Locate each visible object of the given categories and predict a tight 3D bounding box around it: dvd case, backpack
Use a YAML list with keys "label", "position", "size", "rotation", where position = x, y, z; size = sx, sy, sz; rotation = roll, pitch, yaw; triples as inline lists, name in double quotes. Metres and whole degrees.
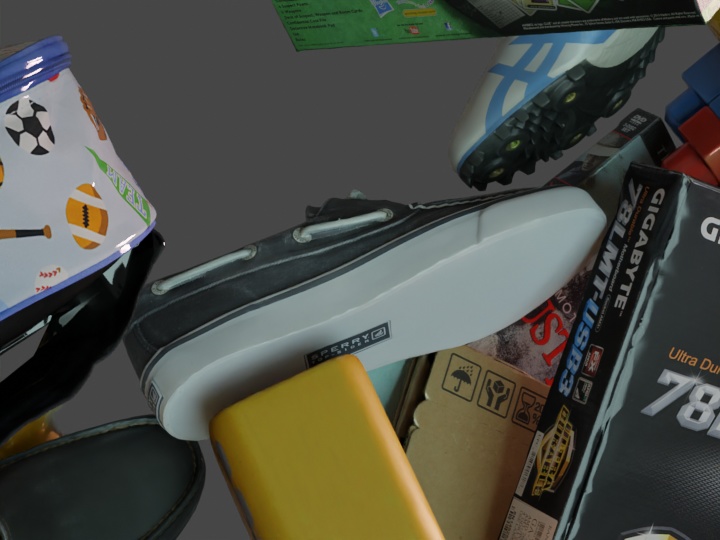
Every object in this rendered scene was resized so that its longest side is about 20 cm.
- label: "dvd case"
  position: [0.081, 0.045, 0.937]
  size: [0.200, 0.022, 0.146]
  rotation: [-38, 118, -14]
- label: "backpack"
  position: [-0.169, -0.007, 0.708]
  size: [0.190, 0.200, 0.155]
  rotation: [-24, 99, -24]

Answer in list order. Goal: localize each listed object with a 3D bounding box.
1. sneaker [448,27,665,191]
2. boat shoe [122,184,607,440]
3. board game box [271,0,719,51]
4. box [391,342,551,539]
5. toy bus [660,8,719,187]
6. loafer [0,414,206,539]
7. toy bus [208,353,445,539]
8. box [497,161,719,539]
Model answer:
- label: "sneaker"
  position: [0.096, -0.122, 0.879]
  size: [0.200, 0.072, 0.072]
  rotation: [-54, 156, 9]
- label: "boat shoe"
  position: [0.000, 0.000, 0.854]
  size: [0.199, 0.068, 0.072]
  rotation: [-23, 148, -12]
- label: "board game box"
  position: [0.028, -0.130, 0.758]
  size: [0.023, 0.199, 0.105]
  rotation: [-49, 124, -32]
- label: "box"
  position: [0.084, 0.139, 0.903]
  size: [0.199, 0.021, 0.164]
  rotation: [26, 72, -26]
- label: "toy bus"
  position: [0.222, -0.077, 0.919]
  size: [0.192, 0.136, 0.200]
  rotation: [-42, 128, 7]
- label: "loafer"
  position: [-0.135, 0.109, 0.794]
  size: [0.200, 0.072, 0.073]
  rotation: [-33, 80, -29]
- label: "toy bus"
  position: [0.012, 0.138, 0.802]
  size: [0.065, 0.078, 0.201]
  rotation: [-23, 79, -9]
- label: "box"
  position: [0.166, 0.080, 0.888]
  size: [0.199, 0.050, 0.200]
  rotation: [20, 93, -27]
